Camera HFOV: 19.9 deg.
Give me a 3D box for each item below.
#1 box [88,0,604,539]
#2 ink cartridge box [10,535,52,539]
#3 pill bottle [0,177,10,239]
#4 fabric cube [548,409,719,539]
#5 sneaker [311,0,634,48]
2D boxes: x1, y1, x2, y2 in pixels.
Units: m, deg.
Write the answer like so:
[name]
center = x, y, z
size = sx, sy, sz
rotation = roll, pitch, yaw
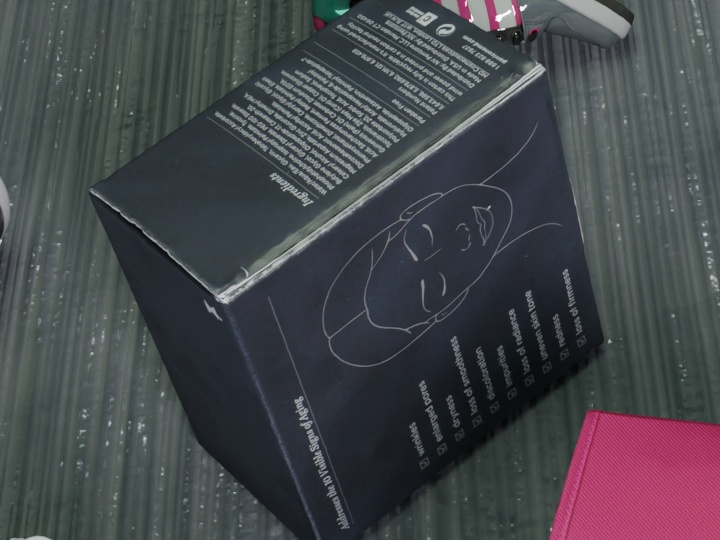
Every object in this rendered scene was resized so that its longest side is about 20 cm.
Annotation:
[box]
center = 0.000, 0.000, 1.028
size = 0.196, 0.200, 0.124
rotation = -37, 47, -20
[ink cartridge box]
center = -0.081, 0.218, 0.845
size = 0.146, 0.200, 0.086
rotation = 17, 54, 30
[pill bottle]
center = -0.287, 0.017, 1.157
size = 0.114, 0.115, 0.200
rotation = 5, 49, 21
[fabric cube]
center = 0.174, 0.195, 0.793
size = 0.198, 0.200, 0.197
rotation = 5, 48, 20
[sneaker]
center = 0.057, -0.138, 1.229
size = 0.199, 0.121, 0.084
rotation = 18, 8, -12
